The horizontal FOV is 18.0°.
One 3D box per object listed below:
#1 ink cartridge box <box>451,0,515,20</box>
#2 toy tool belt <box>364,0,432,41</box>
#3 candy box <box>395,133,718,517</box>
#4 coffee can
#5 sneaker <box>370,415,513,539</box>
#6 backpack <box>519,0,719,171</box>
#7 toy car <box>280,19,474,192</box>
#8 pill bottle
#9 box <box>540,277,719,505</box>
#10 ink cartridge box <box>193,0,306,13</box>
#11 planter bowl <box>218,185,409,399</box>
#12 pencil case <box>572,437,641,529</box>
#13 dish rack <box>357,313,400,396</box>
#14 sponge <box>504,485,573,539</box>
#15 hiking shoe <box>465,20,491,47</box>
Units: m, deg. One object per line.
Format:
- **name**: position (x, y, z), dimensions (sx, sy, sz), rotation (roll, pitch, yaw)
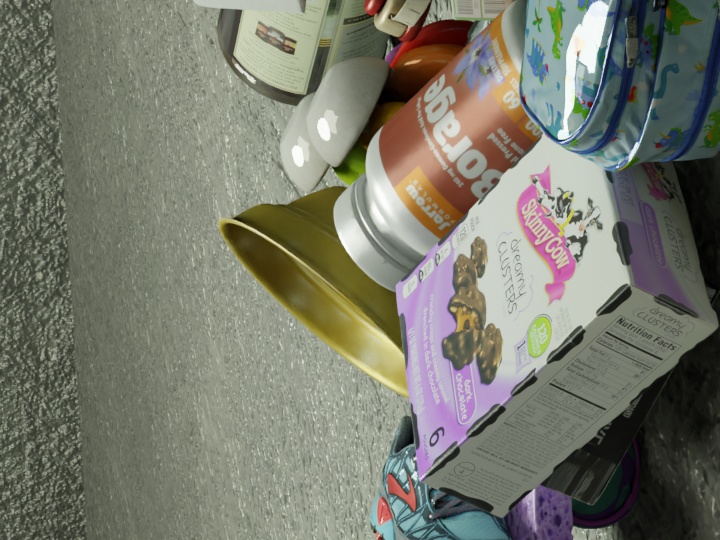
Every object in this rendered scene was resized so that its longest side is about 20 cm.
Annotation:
- **ink cartridge box**: position (0.083, -0.277, 1.429), dimensions (0.146, 0.048, 0.202), rotation (73, -161, -72)
- **toy tool belt**: position (0.011, -0.274, 1.606), dimensions (0.125, 0.122, 0.201), rotation (155, 133, -74)
- **candy box**: position (0.112, 0.020, 1.372), dimensions (0.200, 0.071, 0.168), rotation (-46, 33, 33)
- **coffee can**: position (-0.032, -0.249, 1.835), dimensions (0.200, 0.145, 0.147), rotation (109, 148, -57)
- **sneaker**: position (0.051, 0.146, 1.483), dimensions (0.200, 0.079, 0.096), rotation (-146, 61, -71)
- **backpack**: position (0.161, -0.155, 1.270), dimensions (0.163, 0.153, 0.201), rotation (-127, 22, -50)
- **toy car**: position (0.048, -0.109, 1.664), dimensions (0.151, 0.174, 0.200), rotation (-66, 9, -16)
- **pill bottle**: position (0.076, -0.075, 1.472), dimensions (0.200, 0.112, 0.113), rotation (-43, 51, 32)
- **box**: position (0.132, 0.035, 1.462), dimensions (0.158, 0.050, 0.200), rotation (-62, 27, 11)
- **ink cartridge box**: position (-0.072, -0.297, 1.602), dimensions (0.145, 0.084, 0.202), rotation (66, -149, -80)
- **planter bowl**: position (0.000, 0.000, 1.615), dimensions (0.200, 0.084, 0.201), rotation (38, 168, 10)
- **pencil case**: position (0.124, 0.132, 1.597), dimensions (0.085, 0.092, 0.200), rotation (-56, 13, -11)
- **dish rack**: position (0.012, 0.032, 1.784), dimensions (0.172, 0.043, 0.200), rotation (55, -178, -4)
- **sponge**: position (0.095, 0.198, 1.515), dimensions (0.200, 0.030, 0.113), rotation (157, 113, -73)
- **hiking shoe**: position (0.108, -0.210, 1.527), dimensions (0.086, 0.074, 0.202), rotation (-12, 93, 42)
